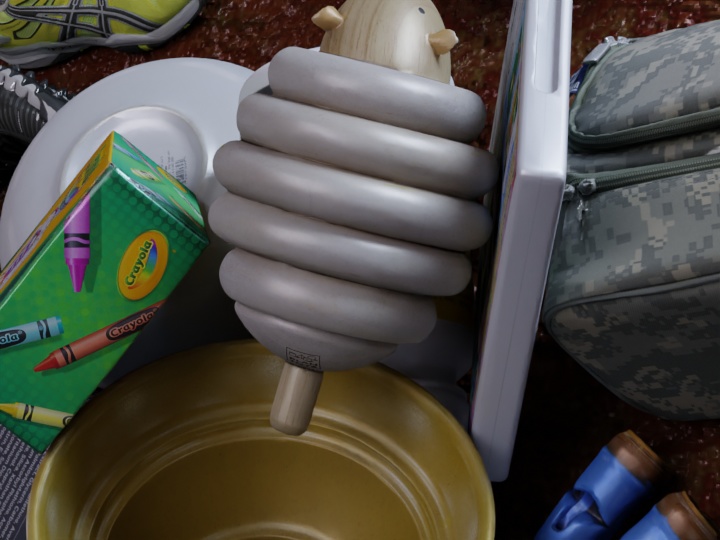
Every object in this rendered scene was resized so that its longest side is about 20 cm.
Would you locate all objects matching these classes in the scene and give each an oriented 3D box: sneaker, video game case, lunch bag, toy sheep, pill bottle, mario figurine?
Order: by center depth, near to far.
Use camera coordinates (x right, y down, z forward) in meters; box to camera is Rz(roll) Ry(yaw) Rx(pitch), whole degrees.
[{"bbox_3d":[-0.004,-0.027,0.907,0.137,0.137,0.202,13,94,40],"label":"toy sheep"},{"bbox_3d":[0.183,-0.038,0.908,0.199,0.139,0.169,-11,55,36],"label":"lunch bag"},{"bbox_3d":[0.072,-0.037,0.939,0.023,0.201,0.183,6,48,0],"label":"video game case"},{"bbox_3d":[0.076,0.167,0.959,0.200,0.106,0.124,-40,17,6],"label":"mario figurine"},{"bbox_3d":[0.000,0.000,1.039,0.114,0.114,0.202,-16,69,32],"label":"pill bottle"},{"bbox_3d":[-0.169,-0.174,1.274,0.199,0.076,0.076,-16,61,31],"label":"sneaker"},{"bbox_3d":[-0.230,-0.083,1.295,0.199,0.066,0.091,21,88,45],"label":"sneaker"}]

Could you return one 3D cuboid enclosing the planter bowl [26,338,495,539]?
[{"bbox_3d":[-0.043,0.130,0.916,0.198,0.084,0.201,1,43,-1],"label":"planter bowl"}]

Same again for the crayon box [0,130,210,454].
[{"bbox_3d":[-0.131,0.004,0.987,0.119,0.058,0.200,-51,10,2],"label":"crayon box"}]

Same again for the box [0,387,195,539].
[{"bbox_3d":[-0.136,0.129,1.076,0.199,0.148,0.105,29,91,42],"label":"box"}]

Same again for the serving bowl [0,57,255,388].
[{"bbox_3d":[-0.111,-0.037,1.138,0.198,0.066,0.202,-7,61,14],"label":"serving bowl"}]
